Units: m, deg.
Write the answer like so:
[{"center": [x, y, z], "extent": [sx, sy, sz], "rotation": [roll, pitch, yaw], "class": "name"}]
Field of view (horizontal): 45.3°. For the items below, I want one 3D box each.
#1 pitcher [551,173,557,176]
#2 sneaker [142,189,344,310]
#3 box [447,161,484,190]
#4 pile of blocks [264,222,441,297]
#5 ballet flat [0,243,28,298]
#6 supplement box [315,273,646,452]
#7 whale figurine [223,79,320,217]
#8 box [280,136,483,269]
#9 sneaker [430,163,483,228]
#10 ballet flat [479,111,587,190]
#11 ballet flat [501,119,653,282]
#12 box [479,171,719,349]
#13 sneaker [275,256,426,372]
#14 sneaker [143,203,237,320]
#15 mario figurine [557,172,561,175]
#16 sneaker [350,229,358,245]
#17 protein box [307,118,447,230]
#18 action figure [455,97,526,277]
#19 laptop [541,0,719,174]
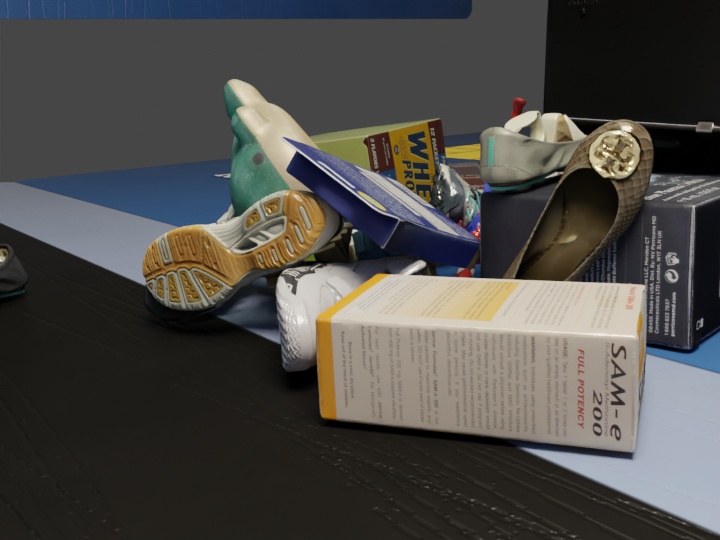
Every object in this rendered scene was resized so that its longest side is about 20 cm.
[{"center": [0.338, -0.109, 1.181], "extent": [0.198, 0.123, 0.171], "rotation": [-7, -8, 37], "class": "pitcher"}, {"center": [-0.102, -0.016, 0.773], "extent": [0.198, 0.077, 0.087], "rotation": [-16, 0, 26], "class": "sneaker"}, {"center": [0.150, -0.122, 1.337], "extent": [0.099, 0.076, 0.200], "rotation": [-3, 15, -3], "class": "box"}, {"center": [0.000, 0.000, 0.833], "extent": [0.198, 0.063, 0.082], "rotation": [-7, -29, -9], "class": "pile of blocks"}, {"center": [-0.408, 0.012, 0.870], "extent": [0.072, 0.074, 0.200], "rotation": [0, 13, 11], "class": "ballet flat"}, {"center": [0.085, 0.054, 0.572], "extent": [0.198, 0.074, 0.126], "rotation": [2, 13, 21], "class": "supplement box"}, {"center": [-0.094, -0.105, 0.874], "extent": [0.201, 0.104, 0.159], "rotation": [55, 7, 33], "class": "whale figurine"}, {"center": [0.018, -0.055, 0.742], "extent": [0.121, 0.033, 0.199], "rotation": [40, 14, 29], "class": "box"}, {"center": [0.126, -0.077, 1.009], "extent": [0.085, 0.079, 0.200], "rotation": [7, 1, 7], "class": "sneaker"}, {"center": [0.175, -0.118, 0.806], "extent": [0.067, 0.065, 0.199], "rotation": [1, 12, 38], "class": "ballet flat"}, {"center": [0.160, -0.026, 0.675], "extent": [0.067, 0.201, 0.046], "rotation": [39, 22, 20], "class": "ballet flat"}, {"center": [0.242, -0.023, 0.784], "extent": [0.199, 0.119, 0.196], "rotation": [7, 16, 41], "class": "box"}, {"center": [-0.002, 0.028, 0.697], "extent": [0.113, 0.076, 0.200], "rotation": [-4, 9, 5], "class": "sneaker"}, {"center": [-0.161, 0.002, 0.900], "extent": [0.200, 0.075, 0.115], "rotation": [-46, 5, -41], "class": "sneaker"}, {"center": [0.245, -0.067, 0.982], "extent": [0.198, 0.107, 0.123], "rotation": [-3, 28, -32], "class": "mario figurine"}, {"center": [-0.007, -0.014, 0.931], "extent": [0.198, 0.076, 0.081], "rotation": [-10, -13, -4], "class": "sneaker"}, {"center": [-0.014, -0.110, 1.124], "extent": [0.197, 0.137, 0.199], "rotation": [-2, 13, 32], "class": "protein box"}, {"center": [0.145, -0.079, 0.884], "extent": [0.065, 0.202, 0.099], "rotation": [23, 0, 1], "class": "action figure"}, {"center": [0.283, -0.175, 0.831], "extent": [0.186, 0.117, 0.200], "rotation": [14, -14, 41], "class": "laptop"}]
